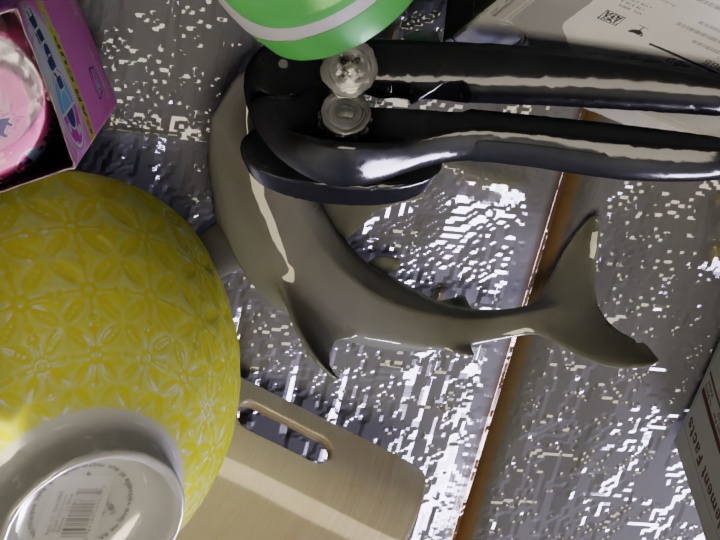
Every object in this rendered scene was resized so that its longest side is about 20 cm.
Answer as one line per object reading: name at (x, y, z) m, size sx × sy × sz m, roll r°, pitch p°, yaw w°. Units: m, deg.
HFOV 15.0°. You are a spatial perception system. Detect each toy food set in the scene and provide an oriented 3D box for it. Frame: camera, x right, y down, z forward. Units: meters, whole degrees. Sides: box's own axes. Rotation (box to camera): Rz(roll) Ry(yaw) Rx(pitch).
toy food set at (-0.082, 0.134, 1.268) m, size 0.143 × 0.060 × 0.200 m, roll 28°, pitch 120°, yaw -14°

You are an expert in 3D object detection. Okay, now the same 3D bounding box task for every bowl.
bowl at (-0.127, 0.071, 1.093) m, size 0.200 × 0.108 × 0.200 m, roll -17°, pitch 132°, yaw -19°

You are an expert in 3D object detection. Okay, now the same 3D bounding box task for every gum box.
gum box at (-0.202, -0.048, 1.044) m, size 0.200 × 0.114 × 0.066 m, roll -19°, pitch 104°, yaw 8°

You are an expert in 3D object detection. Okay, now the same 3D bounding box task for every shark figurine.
shark figurine at (0.008, 0.016, 1.158) m, size 0.214 × 0.090 × 0.128 m, roll 26°, pitch 123°, yaw -24°

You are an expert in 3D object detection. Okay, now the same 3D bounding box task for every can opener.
can opener at (0.051, -0.063, 1.070) m, size 0.200 × 0.064 × 0.079 m, roll -2°, pitch 170°, yaw 2°

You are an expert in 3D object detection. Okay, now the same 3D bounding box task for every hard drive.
hard drive at (0.139, -0.114, 1.045) m, size 0.140 × 0.038 × 0.200 m, roll 21°, pitch 151°, yaw -23°

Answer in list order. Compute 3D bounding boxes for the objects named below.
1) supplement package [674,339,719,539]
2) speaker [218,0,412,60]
supplement package at (0.231, 0.047, 1.194) m, size 0.117 × 0.117 × 0.200 m, roll 6°, pitch 128°, yaw -14°
speaker at (-0.051, -0.171, 0.994) m, size 0.088 × 0.089 × 0.200 m, roll -25°, pitch 128°, yaw 12°
